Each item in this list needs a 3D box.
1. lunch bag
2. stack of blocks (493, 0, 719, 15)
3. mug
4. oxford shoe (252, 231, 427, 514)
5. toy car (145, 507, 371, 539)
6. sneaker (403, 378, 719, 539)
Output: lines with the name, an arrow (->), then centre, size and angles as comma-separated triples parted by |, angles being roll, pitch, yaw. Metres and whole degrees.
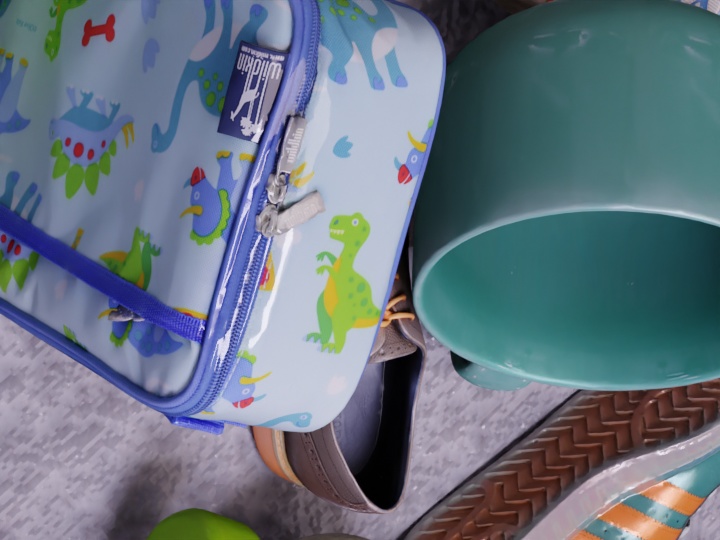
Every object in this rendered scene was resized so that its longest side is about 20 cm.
lunch bag -> -0.063, -0.038, 0.967 | 0.082, 0.200, 0.161 | 10, 102, -37
stack of blocks -> 0.092, -0.154, 1.124 | 0.200, 0.059, 0.115 | 31, 89, -39
mug -> 0.085, -0.033, 1.095 | 0.152, 0.185, 0.115 | 36, 49, -46
oxford shoe -> 0.000, 0.000, 1.108 | 0.071, 0.073, 0.200 | -16, 116, -29
toy car -> -0.014, 0.215, 1.083 | 0.164, 0.200, 0.158 | 24, 116, -36
sneaker -> 0.110, 0.105, 1.235 | 0.200, 0.071, 0.080 | -32, 124, -12
